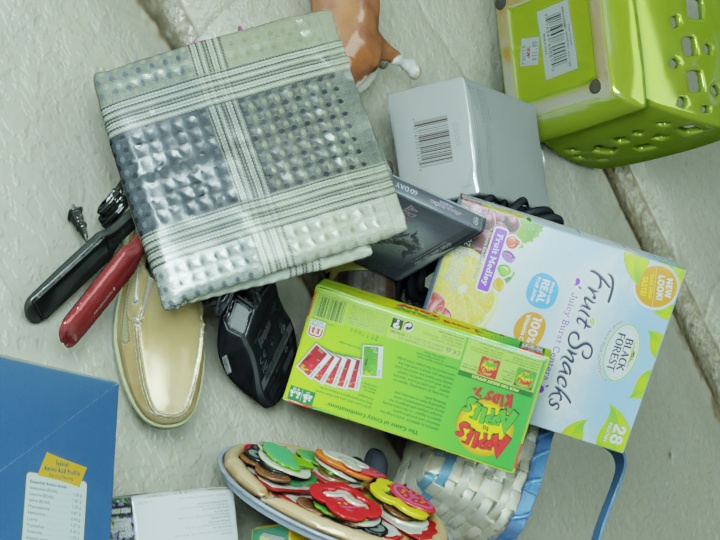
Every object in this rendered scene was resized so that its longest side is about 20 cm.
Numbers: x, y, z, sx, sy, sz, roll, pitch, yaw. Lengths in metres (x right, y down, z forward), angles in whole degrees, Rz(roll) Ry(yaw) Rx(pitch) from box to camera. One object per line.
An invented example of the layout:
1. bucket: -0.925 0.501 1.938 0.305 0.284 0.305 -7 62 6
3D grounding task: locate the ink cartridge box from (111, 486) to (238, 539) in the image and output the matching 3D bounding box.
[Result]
1. ink cartridge box: -0.140 0.268 1.361 0.109 0.050 0.200 3 79 -50

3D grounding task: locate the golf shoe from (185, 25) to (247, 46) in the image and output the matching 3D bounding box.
1. golf shoe: -0.134 -0.141 1.474 0.200 0.075 0.092 -27 69 -42

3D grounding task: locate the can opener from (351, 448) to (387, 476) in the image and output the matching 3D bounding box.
1. can opener: -0.012 0.236 1.506 0.079 0.063 0.200 45 50 -32

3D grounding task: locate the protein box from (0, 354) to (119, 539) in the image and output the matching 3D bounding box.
1. protein box: -0.277 0.160 1.163 0.198 0.135 0.200 18 67 -45

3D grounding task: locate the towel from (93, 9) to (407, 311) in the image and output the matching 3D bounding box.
1. towel: -0.081 -0.085 1.352 0.200 0.035 0.193 -17 81 -13

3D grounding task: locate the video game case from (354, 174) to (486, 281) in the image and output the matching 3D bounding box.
1. video game case: -0.018 -0.053 1.467 0.200 0.143 0.019 24 63 -20

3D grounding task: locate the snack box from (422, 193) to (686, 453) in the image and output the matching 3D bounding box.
1. snack box: 0.154 0.044 1.535 0.068 0.200 0.169 -86 -167 -82

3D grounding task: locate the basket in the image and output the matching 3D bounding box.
1. basket: 0.136 0.189 1.616 0.200 0.139 0.176 28 55 -6

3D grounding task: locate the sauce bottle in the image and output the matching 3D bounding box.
1. sauce bottle: 0.000 0.000 1.582 0.065 0.065 0.200 19 66 -45

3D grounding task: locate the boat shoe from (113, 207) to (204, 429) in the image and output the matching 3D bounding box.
1. boat shoe: -0.150 0.019 1.382 0.072 0.076 0.200 0 75 -24

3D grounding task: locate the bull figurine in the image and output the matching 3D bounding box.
1. bull figurine: -0.006 -0.224 1.635 0.121 0.065 0.200 5 79 -53

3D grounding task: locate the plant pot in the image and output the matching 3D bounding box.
1. plant pot: 0.254 -0.222 1.841 0.181 0.199 0.200 3 78 -43

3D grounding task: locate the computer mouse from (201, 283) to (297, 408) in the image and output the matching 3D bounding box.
1. computer mouse: -0.086 0.013 1.451 0.200 0.046 0.141 70 36 -56

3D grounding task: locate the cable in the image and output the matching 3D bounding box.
1. cable: 0.113 -0.008 1.649 0.200 0.163 0.051 0 44 -40

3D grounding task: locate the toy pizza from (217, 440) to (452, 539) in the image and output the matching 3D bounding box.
1. toy pizza: -0.016 0.175 1.427 0.200 0.200 0.032 10 105 -48

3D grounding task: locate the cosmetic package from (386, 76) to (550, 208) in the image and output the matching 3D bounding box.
1. cosmetic package: 0.105 -0.108 1.683 0.200 0.081 0.113 12 69 -65

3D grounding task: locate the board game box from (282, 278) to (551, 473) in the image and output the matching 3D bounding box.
1. board game box: 0.047 0.086 1.488 0.048 0.200 0.102 -41 148 -80

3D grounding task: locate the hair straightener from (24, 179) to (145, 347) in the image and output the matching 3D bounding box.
1. hair straightener: -0.188 -0.040 1.354 0.200 0.077 0.041 -54 160 -15

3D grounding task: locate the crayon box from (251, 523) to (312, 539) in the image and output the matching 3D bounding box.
1. crayon box: -0.009 0.309 1.405 0.172 0.058 0.200 17 68 -38
